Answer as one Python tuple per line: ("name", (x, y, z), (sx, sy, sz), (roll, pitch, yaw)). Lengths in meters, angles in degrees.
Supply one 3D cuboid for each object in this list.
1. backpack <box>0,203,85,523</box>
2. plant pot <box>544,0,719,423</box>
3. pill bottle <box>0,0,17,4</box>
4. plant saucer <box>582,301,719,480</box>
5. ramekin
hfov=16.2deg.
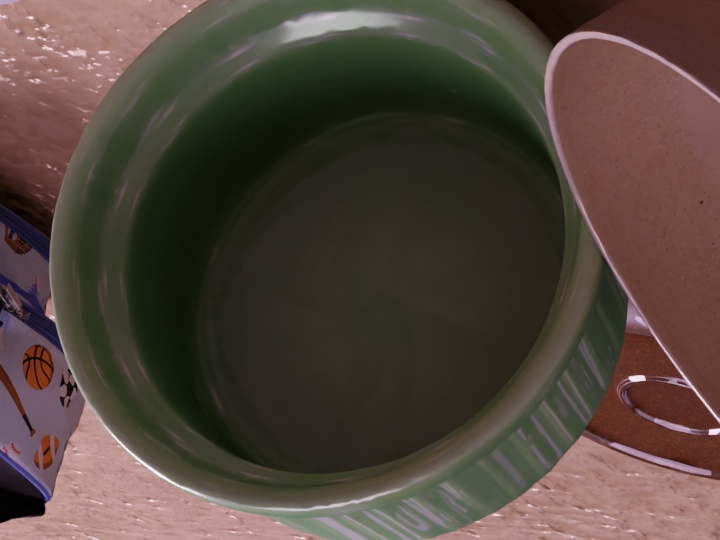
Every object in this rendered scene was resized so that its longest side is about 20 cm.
("backpack", (-0.223, 0.039, 1.208), (0.200, 0.154, 0.191), (2, 145, 49))
("plant pot", (0.168, -0.022, 0.738), (0.201, 0.134, 0.200), (52, 168, 16))
("pill bottle", (-0.090, -0.152, 0.705), (0.119, 0.120, 0.200), (24, 158, -13))
("plant saucer", (0.142, 0.047, 1.096), (0.199, 0.032, 0.200), (17, 158, 7))
("ramekin", (0.000, 0.000, 0.892), (0.199, 0.201, 0.098), (10, 164, 21))
